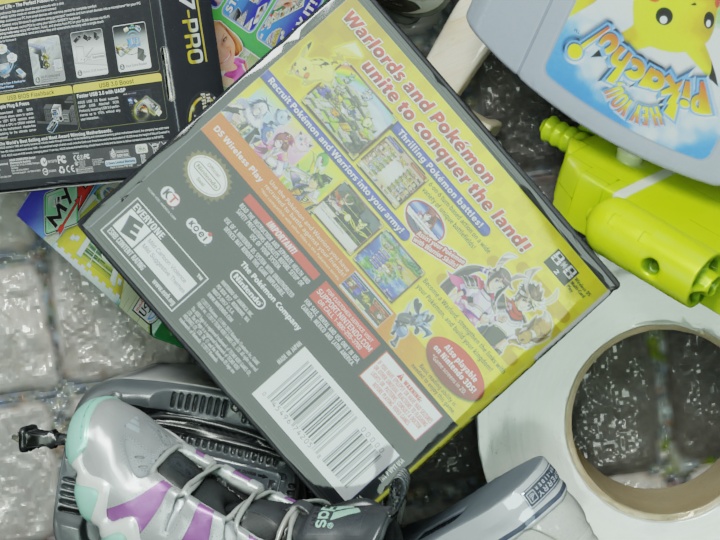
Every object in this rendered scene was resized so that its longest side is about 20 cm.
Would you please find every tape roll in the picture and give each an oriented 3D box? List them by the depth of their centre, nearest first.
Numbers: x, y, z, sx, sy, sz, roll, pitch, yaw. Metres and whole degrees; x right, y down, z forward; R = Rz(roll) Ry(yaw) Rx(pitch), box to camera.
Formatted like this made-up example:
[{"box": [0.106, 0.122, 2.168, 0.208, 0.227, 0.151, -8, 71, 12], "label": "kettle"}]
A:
[{"box": [0.161, 0.076, 1.130, 0.201, 0.071, 0.204, 0, 96, 3], "label": "tape roll"}]

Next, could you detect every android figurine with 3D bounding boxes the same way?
[{"box": [0.183, -0.032, 1.073, 0.200, 0.182, 0.041, 35, 127, 28], "label": "android figurine"}]

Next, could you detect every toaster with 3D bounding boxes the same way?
[{"box": [-0.076, 0.112, 1.110, 0.199, 0.129, 0.114, 12, 95, 5], "label": "toaster"}]

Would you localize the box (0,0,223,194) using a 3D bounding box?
[{"box": [-0.167, -0.122, 1.089, 0.199, 0.049, 0.162, -5, 98, 34], "label": "box"}]

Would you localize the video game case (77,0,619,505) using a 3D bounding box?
[{"box": [-0.005, -0.008, 1.020, 0.181, 0.026, 0.200, -41, 93, -2], "label": "video game case"}]

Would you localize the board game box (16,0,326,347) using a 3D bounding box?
[{"box": [-0.088, -0.078, 1.106, 0.134, 0.029, 0.201, 37, 98, 37], "label": "board game box"}]

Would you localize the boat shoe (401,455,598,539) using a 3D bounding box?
[{"box": [0.058, 0.171, 1.104, 0.086, 0.075, 0.202, 51, 133, -2], "label": "boat shoe"}]

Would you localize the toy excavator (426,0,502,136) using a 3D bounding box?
[{"box": [0.121, -0.155, 1.106, 0.199, 0.100, 0.196, 5, 97, 16], "label": "toy excavator"}]

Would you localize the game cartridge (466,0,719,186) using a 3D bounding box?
[{"box": [0.155, -0.122, 1.031, 0.199, 0.040, 0.134, 30, 116, 14], "label": "game cartridge"}]

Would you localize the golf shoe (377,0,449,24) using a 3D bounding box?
[{"box": [-0.018, -0.218, 1.095, 0.078, 0.094, 0.200, -44, 91, 7], "label": "golf shoe"}]

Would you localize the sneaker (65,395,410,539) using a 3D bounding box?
[{"box": [-0.036, 0.118, 0.984, 0.140, 0.078, 0.200, -34, 100, 32], "label": "sneaker"}]
